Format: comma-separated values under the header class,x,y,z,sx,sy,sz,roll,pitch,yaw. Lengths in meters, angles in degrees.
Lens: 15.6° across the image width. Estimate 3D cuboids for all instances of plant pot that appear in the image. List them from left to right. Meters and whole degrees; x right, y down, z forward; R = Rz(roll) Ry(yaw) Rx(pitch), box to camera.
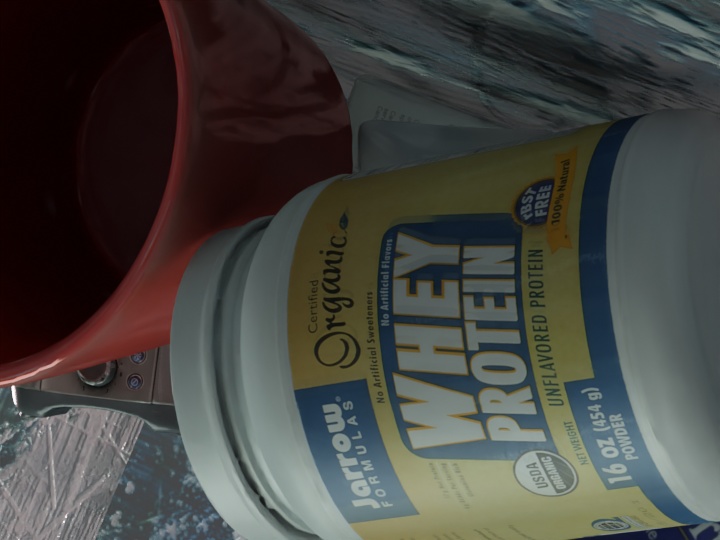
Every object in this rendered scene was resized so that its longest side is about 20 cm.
class,x,y,z,sx,sy,sz,roll,pitch,yaw
plant pot,-0.104,-0.051,1.064,0.200,0.201,0.177,22,-172,28

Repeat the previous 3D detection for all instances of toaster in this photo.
class,x,y,z,sx,sy,sz,roll,pitch,yaw
toaster,-0.088,0.008,1.268,0.113,0.129,0.200,7,-178,18

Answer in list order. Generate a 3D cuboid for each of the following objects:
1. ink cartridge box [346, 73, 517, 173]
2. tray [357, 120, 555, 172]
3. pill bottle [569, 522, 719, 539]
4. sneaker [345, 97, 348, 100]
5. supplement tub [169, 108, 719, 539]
class,x,y,z,sx,sy,sz,roll,pitch,yaw
ink cartridge box,0.070,0.014,1.210,0.200,0.148,0.086,23,-179,13
tray,0.052,0.036,1.123,0.107,0.200,0.022,1,174,-33
pill bottle,0.135,0.073,1.048,0.116,0.200,0.116,55,177,4
sneaker,0.000,0.000,1.356,0.074,0.200,0.082,-9,178,-31
supplement tub,0.048,0.028,0.944,0.200,0.145,0.145,-11,161,28
